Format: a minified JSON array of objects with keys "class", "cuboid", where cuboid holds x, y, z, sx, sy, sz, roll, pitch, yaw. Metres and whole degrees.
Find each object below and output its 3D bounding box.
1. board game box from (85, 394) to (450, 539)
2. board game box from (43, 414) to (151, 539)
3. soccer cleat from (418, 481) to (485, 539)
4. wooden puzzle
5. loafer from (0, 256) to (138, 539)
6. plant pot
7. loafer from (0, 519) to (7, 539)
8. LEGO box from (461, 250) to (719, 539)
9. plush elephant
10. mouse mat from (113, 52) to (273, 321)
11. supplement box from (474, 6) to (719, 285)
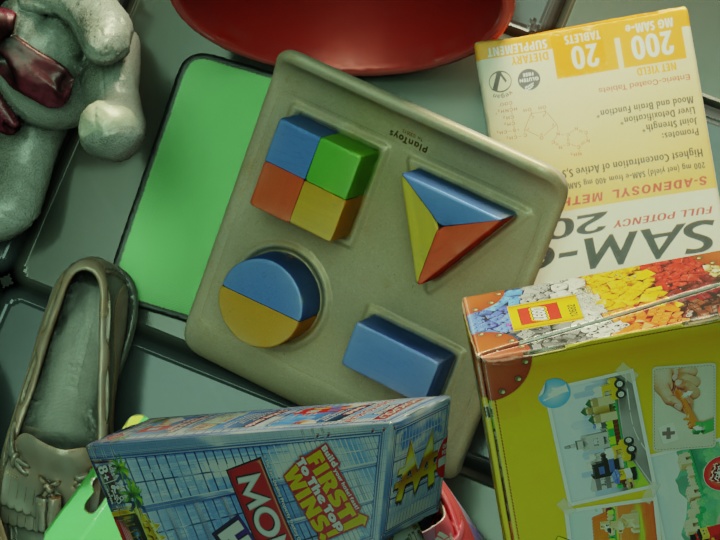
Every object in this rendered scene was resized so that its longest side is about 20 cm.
[{"class":"board game box","cuboid":[-0.024,0.149,1.226,0.200,0.062,0.200,-24,88,36]},{"class":"board game box","cuboid":[-0.075,0.175,1.319,0.200,0.030,0.096,37,86,-3]},{"class":"soccer cleat","cuboid":[0.044,0.163,1.281,0.068,0.073,0.200,-40,96,-17]},{"class":"wooden puzzle","cuboid":[0.000,0.000,1.296,0.185,0.046,0.200,25,112,17]},{"class":"loafer","cuboid":[-0.174,0.089,1.341,0.072,0.063,0.200,8,83,4]},{"class":"plant pot","cuboid":[-0.007,-0.232,1.325,0.200,0.200,0.177,1,70,6]},{"class":"loafer","cuboid":[-0.253,0.114,1.346,0.076,0.068,0.200,-4,62,-21]},{"class":"LEGO box","cuboid":[0.143,0.105,1.208,0.149,0.077,0.200,-10,112,1]},{"class":"plush elephant","cuboid":[-0.213,-0.144,1.334,0.155,0.165,0.200,23,62,-30]},{"class":"mouse mat","cuboid":[-0.036,-0.032,1.378,0.200,0.008,0.161,17,83,8]},{"class":"supplement box","cuboid":[0.142,-0.039,1.326,0.126,0.074,0.200,-10,80,5]}]
